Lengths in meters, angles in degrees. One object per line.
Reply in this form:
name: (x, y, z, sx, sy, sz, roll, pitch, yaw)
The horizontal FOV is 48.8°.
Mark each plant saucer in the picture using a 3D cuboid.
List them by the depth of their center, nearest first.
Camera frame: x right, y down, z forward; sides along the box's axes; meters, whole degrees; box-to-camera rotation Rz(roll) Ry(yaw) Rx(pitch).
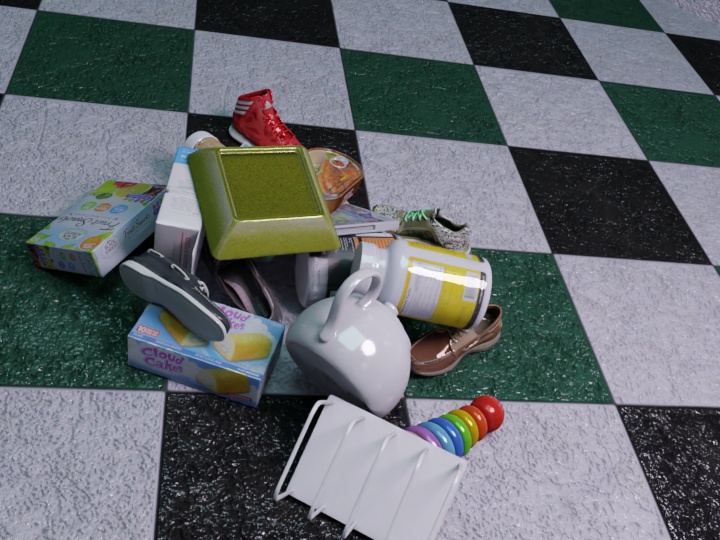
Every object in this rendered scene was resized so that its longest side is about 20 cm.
plant saucer: (-0.140, -0.117, 1.181, 0.198, 0.048, 0.201, -6, 57, -24)

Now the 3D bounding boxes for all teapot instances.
teapot: (0.000, 0.100, 1.111, 0.198, 0.200, 0.146, 47, 70, -14)

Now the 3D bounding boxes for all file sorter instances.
file sorter: (0.014, 0.259, 0.971, 0.199, 0.125, 0.140, 24, 85, 10)

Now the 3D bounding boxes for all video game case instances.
video game case: (-0.056, -0.083, 1.305, 0.199, 0.018, 0.143, -7, 19, -38)

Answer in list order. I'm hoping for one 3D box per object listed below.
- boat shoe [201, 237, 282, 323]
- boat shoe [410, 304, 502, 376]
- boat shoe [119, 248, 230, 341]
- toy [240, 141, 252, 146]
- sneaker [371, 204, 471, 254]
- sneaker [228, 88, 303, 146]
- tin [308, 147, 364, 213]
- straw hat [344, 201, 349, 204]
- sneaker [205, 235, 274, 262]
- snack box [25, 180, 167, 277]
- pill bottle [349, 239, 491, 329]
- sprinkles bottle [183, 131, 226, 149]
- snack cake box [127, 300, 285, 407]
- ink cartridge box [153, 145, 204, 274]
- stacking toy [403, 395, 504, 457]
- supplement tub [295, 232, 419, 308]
boat shoe: (-0.185, 0.013, 1.233, 0.067, 0.057, 0.200, -34, 72, -11)
boat shoe: (0.149, 0.102, 1.260, 0.199, 0.072, 0.076, -24, 54, -35)
boat shoe: (-0.252, 0.028, 1.122, 0.199, 0.076, 0.060, 33, 50, 19)
toy: (-0.185, -0.142, 1.397, 0.200, 0.047, 0.115, 40, 88, 24)
sneaker: (0.118, -0.090, 1.444, 0.199, 0.089, 0.077, 22, 42, 8)
sneaker: (-0.171, -0.276, 1.540, 0.199, 0.116, 0.078, 28, 43, 14)
tin: (-0.068, -0.154, 1.356, 0.111, 0.042, 0.200, 31, 33, 8)
straw hat: (-0.088, -0.132, 1.432, 0.199, 0.086, 0.202, 8, 43, -7)
sneaker: (-0.245, -0.056, 1.320, 0.139, 0.078, 0.200, -27, 47, -35)
snack box: (-0.407, -0.072, 1.268, 0.141, 0.053, 0.200, 6, 38, 27)
pill bottle: (0.088, 0.016, 1.190, 0.198, 0.113, 0.113, 12, 42, -9)
sprinkles bottle: (-0.226, -0.169, 1.357, 0.068, 0.069, 0.200, -24, 46, -35)
snack cake box: (-0.221, 0.107, 1.151, 0.198, 0.068, 0.115, 17, 43, 3)
ink cartridge box: (-0.269, -0.075, 1.209, 0.067, 0.116, 0.201, 11, 51, -8)
stacking toy: (0.131, 0.228, 1.119, 0.199, 0.086, 0.085, -23, 54, -40)
supplement tub: (0.000, 0.000, 1.289, 0.198, 0.123, 0.123, 1, 44, -16)
